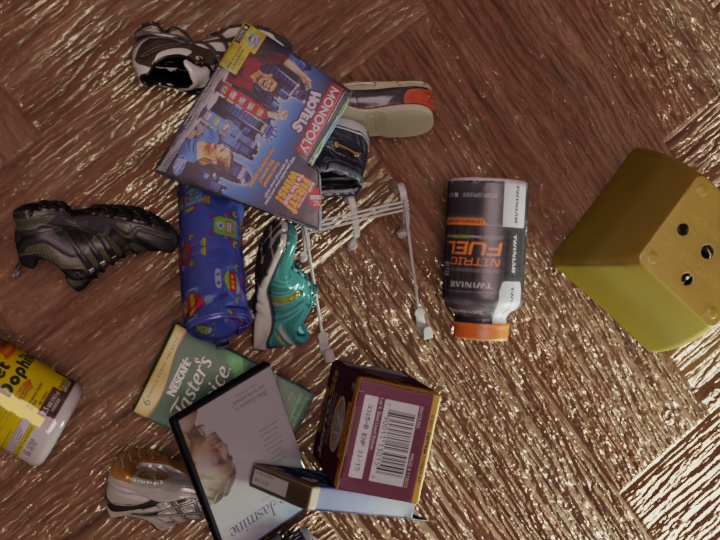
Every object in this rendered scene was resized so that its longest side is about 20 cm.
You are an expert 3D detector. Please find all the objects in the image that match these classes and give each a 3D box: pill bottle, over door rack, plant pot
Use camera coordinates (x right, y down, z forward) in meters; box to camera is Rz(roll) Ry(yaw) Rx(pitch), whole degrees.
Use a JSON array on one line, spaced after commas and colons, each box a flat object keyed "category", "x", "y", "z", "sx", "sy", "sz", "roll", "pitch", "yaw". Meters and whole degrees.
[{"category": "pill bottle", "x": 0.158, "y": -0.013, "z": 1.441, "sx": 0.104, "sy": 0.106, "sz": 0.204, "roll": 2, "pitch": 91, "yaw": -11}, {"category": "pill bottle", "x": -0.433, "y": 0.135, "z": 1.327, "sx": 0.198, "sy": 0.109, "sz": 0.110, "roll": 31, "pitch": 85, "yaw": -10}, {"category": "over door rack", "x": 0.000, "y": 0.000, "z": 1.436, "sx": 0.145, "sy": 0.067, "sz": 0.203, "roll": -13, "pitch": 105, "yaw": -9}, {"category": "plant pot", "x": 0.402, "y": -0.025, "z": 1.453, "sx": 0.199, "sy": 0.176, "sz": 0.201, "roll": 40, "pitch": 83, "yaw": -9}]

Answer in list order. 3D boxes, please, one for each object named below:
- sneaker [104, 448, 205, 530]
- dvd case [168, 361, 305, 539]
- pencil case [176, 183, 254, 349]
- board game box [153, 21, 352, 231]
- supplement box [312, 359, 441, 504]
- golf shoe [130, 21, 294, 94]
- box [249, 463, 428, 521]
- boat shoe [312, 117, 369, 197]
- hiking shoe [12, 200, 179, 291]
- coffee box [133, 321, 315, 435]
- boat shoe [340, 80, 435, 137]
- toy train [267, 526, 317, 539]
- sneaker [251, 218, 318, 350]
[{"category": "sneaker", "x": -0.218, "y": 0.278, "z": 1.401, "sx": 0.197, "sy": 0.076, "sz": 0.089, "roll": 16, "pitch": 117, "yaw": -20}, {"category": "dvd case", "x": -0.137, "y": 0.230, "z": 1.363, "sx": 0.142, "sy": 0.017, "sz": 0.203, "roll": -29, "pitch": 114, "yaw": -31}, {"category": "pencil case", "x": -0.172, "y": -0.014, "z": 1.355, "sx": 0.086, "sy": 0.078, "sz": 0.203, "roll": 6, "pitch": 63, "yaw": -28}, {"category": "board game box", "x": -0.102, "y": -0.144, "z": 1.318, "sx": 0.198, "sy": 0.062, "sz": 0.202, "roll": 33, "pitch": 90, "yaw": 0}, {"category": "supplement box", "x": 0.015, "y": 0.188, "z": 1.369, "sx": 0.101, "sy": 0.200, "sz": 0.133, "roll": 12, "pitch": 89, "yaw": -10}, {"category": "golf shoe", "x": -0.177, "y": -0.244, "z": 1.369, "sx": 0.196, "sy": 0.095, "sz": 0.079, "roll": -2, "pitch": 134, "yaw": -6}, {"category": "box", "x": -0.021, "y": 0.268, "z": 1.370, "sx": 0.198, "sy": 0.120, "sz": 0.033, "roll": 17, "pitch": 84, "yaw": -40}, {"category": "boat shoe", "x": -0.086, "y": -0.147, "z": 1.383, "sx": 0.197, "sy": 0.071, "sz": 0.092, "roll": 8, "pitch": 52, "yaw": -5}, {"category": "hiking shoe", "x": -0.319, "y": -0.026, "z": 1.374, "sx": 0.196, "sy": 0.076, "sz": 0.102, "roll": 6, "pitch": 105, "yaw": -7}, {"category": "coffee box", "x": -0.170, "y": 0.162, "z": 1.412, "sx": 0.198, "sy": 0.044, "sz": 0.124, "roll": 29, "pitch": 86, "yaw": -10}, {"category": "boat shoe", "x": -0.005, "y": -0.207, "z": 1.427, "sx": 0.196, "sy": 0.072, "sz": 0.063, "roll": -1, "pitch": 54, "yaw": 2}, {"category": "toy train", "x": -0.124, "y": 0.396, "z": 1.392, "sx": 0.198, "sy": 0.085, "sz": 0.115, "roll": -31, "pitch": 126, "yaw": -9}, {"category": "sneaker", "x": -0.089, "y": 0.017, "z": 1.372, "sx": 0.078, "sy": 0.202, "sz": 0.078, "roll": 2, "pitch": 46, "yaw": -6}]
